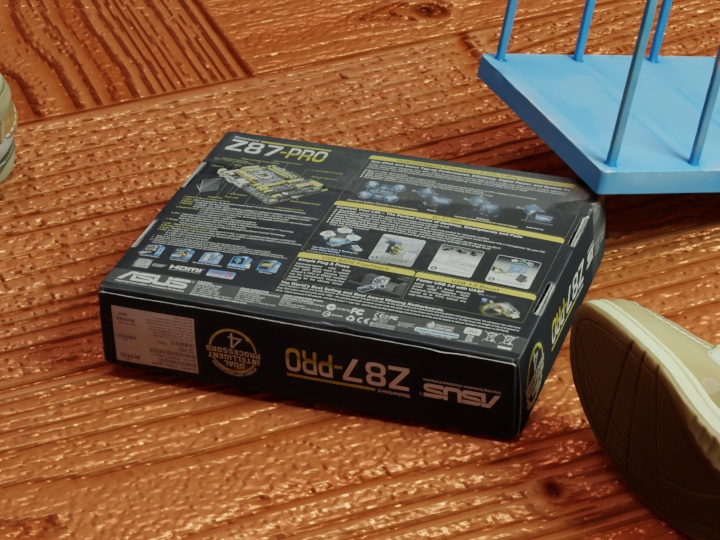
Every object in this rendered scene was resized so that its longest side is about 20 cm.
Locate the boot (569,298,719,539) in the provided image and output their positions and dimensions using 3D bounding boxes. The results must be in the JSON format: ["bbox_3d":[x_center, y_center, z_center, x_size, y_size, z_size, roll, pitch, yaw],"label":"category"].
[{"bbox_3d":[0.196,0.057,0.894,0.155,0.072,0.200,-22,42,-27],"label":"boot"}]

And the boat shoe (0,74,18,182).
[{"bbox_3d":[-0.273,-0.062,1.110,0.200,0.068,0.075,-20,61,-23],"label":"boat shoe"}]

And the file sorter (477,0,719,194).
[{"bbox_3d":[0.186,-0.123,1.093,0.200,0.123,0.139,-2,29,-24],"label":"file sorter"}]

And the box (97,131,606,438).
[{"bbox_3d":[0.000,0.000,1.023,0.200,0.049,0.161,9,35,16],"label":"box"}]
